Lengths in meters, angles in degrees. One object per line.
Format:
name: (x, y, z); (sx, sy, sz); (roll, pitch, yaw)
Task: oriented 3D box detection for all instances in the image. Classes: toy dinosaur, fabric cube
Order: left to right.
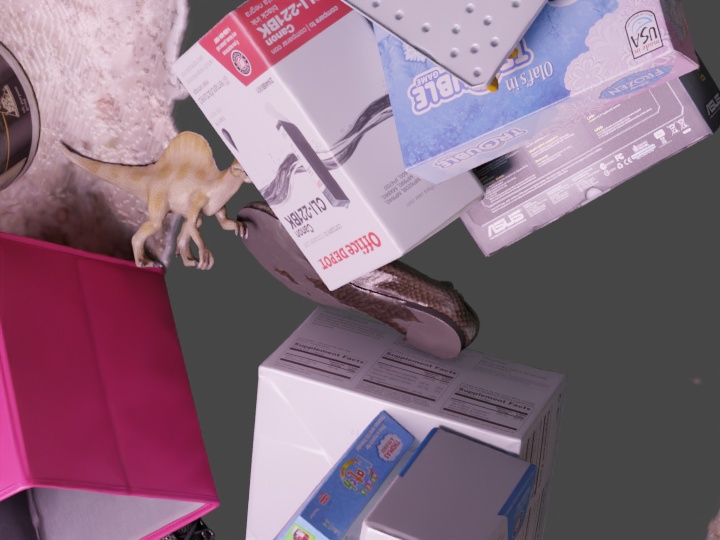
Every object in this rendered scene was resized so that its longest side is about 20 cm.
fabric cube: (-0.255, 0.111, 1.778); (0.196, 0.200, 0.200); (-29, 64, 33)
toy dinosaur: (-0.138, -0.053, 1.787); (0.200, 0.058, 0.101); (3, 93, 39)

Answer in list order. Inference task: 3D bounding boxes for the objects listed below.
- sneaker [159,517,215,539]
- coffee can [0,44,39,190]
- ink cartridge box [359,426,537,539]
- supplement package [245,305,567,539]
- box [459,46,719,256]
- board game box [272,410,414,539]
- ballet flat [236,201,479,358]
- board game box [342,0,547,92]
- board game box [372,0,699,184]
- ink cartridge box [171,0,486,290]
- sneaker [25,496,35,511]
sneaker: (-0.150, 0.190, 1.876); (0.199, 0.076, 0.114); (47, 128, 12)
coffee can: (-0.348, -0.086, 1.772); (0.146, 0.200, 0.147); (10, 116, 20)
ink cartridge box: (0.045, 0.233, 1.642); (0.084, 0.145, 0.200); (20, 120, 13)
supplement package: (0.033, 0.139, 1.755); (0.200, 0.111, 0.156); (16, 119, 18)
box: (0.125, -0.121, 1.630); (0.200, 0.048, 0.159); (-30, 97, 32)
board game box: (-0.052, 0.203, 1.668); (0.037, 0.151, 0.200); (39, 123, 1)
ballet flat: (0.000, 0.000, 1.752); (0.200, 0.046, 0.067); (27, 143, 18)
board game box: (0.065, -0.240, 1.528); (0.200, 0.026, 0.200); (37, 94, 30)
board game box: (0.100, -0.184, 1.547); (0.200, 0.043, 0.199); (-24, 67, 27)
ink cartridge box: (-0.023, -0.097, 1.649); (0.200, 0.084, 0.144); (54, 157, -4)
sneaker: (-0.209, 0.242, 1.930); (0.200, 0.085, 0.078); (38, 123, 3)
